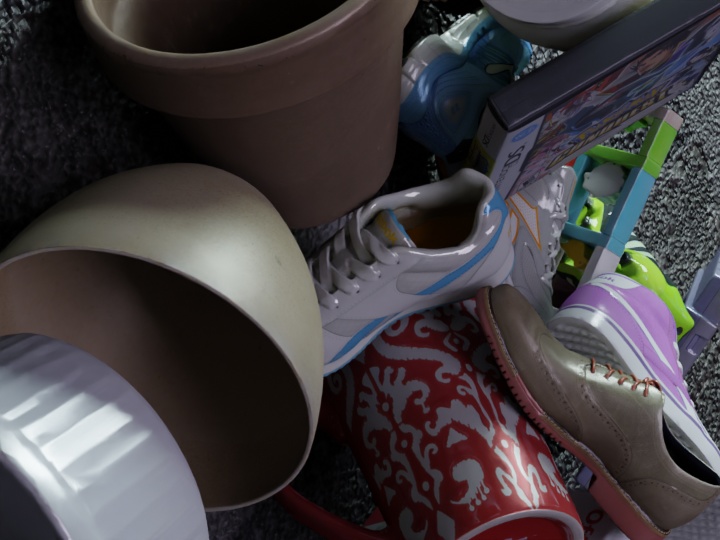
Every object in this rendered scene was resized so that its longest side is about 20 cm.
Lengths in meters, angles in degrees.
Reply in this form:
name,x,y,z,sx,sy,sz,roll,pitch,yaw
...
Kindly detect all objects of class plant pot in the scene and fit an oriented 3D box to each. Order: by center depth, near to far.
name,x,y,z,sx,sy,sz,roll,pitch,yaw
plant pot,-0.105,0.018,0.879,0.201,0.198,0.135,57,35,-32
plant pot,-0.052,-0.123,0.930,0.201,0.199,0.176,-52,146,-30

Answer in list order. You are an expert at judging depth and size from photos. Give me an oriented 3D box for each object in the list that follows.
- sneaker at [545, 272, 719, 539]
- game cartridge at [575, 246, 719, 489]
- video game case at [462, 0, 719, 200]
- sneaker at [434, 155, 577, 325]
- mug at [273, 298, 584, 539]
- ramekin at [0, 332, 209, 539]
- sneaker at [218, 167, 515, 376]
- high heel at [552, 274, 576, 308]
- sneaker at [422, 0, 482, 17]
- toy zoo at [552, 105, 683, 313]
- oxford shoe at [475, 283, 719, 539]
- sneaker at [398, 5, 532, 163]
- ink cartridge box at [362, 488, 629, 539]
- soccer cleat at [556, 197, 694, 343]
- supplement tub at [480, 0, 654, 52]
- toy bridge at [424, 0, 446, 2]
name,x,y,z,sx,sy,sz,roll,pitch,yaw
sneaker,0.208,0.091,1.055,0.202,0.072,0.114,60,35,-6
game cartridge,0.238,0.075,1.234,0.201,0.038,0.129,-60,168,20
video game case,0.156,-0.115,0.998,0.199,0.181,0.026,-30,78,-11
sneaker,0.117,-0.031,1.094,0.076,0.091,0.202,71,1,-67
mug,0.041,0.124,1.009,0.177,0.201,0.133,-42,136,17
ramekin,-0.172,0.131,0.800,0.098,0.199,0.203,-35,118,-47
sneaker,0.000,0.000,0.966,0.198,0.077,0.081,-27,147,-7
high heel,0.165,0.075,1.210,0.201,0.095,0.068,-59,146,-25
sneaker,0.039,-0.231,1.087,0.199,0.078,0.086,0,77,-48
toy zoo,0.143,-0.034,1.140,0.020,0.131,0.202,27,87,-38
oxford shoe,0.149,0.077,0.977,0.200,0.075,0.071,50,23,-12
sneaker,0.076,-0.119,1.081,0.090,0.078,0.200,47,33,2
ink cartridge box,0.087,0.218,1.069,0.147,0.199,0.083,-49,125,-32
soccer cleat,0.195,0.002,1.189,0.081,0.200,0.068,39,101,-18
supplement tub,0.151,-0.212,1.012,0.199,0.143,0.146,-7,99,-64
toy bridge,0.041,-0.251,1.028,0.067,0.027,0.202,15,50,-30
